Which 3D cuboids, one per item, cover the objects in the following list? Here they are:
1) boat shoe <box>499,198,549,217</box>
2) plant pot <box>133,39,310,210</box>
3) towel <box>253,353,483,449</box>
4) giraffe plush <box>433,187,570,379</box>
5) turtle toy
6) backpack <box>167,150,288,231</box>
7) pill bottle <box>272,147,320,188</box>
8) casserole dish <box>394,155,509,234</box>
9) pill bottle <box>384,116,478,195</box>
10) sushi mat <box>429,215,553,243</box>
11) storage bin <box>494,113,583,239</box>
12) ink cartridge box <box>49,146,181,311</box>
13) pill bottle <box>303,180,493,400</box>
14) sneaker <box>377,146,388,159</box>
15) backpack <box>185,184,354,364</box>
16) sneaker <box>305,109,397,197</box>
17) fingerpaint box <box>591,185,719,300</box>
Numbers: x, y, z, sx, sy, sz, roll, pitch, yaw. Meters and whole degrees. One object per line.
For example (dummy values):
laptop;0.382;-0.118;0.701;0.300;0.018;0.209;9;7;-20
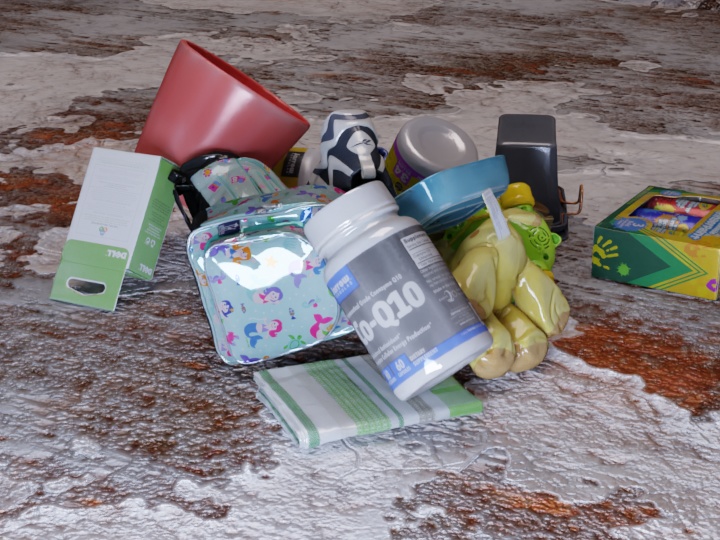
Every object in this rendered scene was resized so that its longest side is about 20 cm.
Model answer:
boat shoe;0.149;-0.084;1.836;0.200;0.065;0.071;19;19;-4
plant pot;-0.195;-0.174;1.803;0.200;0.177;0.200;33;7;-5
towel;0.005;0.131;1.414;0.200;0.031;0.149;-7;25;-23
giraffe plush;0.110;0.021;1.525;0.173;0.200;0.162;-11;-1;-44
turtle toy;0.142;-0.013;1.648;0.200;0.146;0.101;-13;-15;6
backpack;-0.130;-0.049;1.681;0.127;0.167;0.200;-37;45;-6
pill bottle;-0.106;-0.117;1.921;0.200;0.112;0.112;4;22;12
casserole dish;0.093;-0.075;1.526;0.121;0.039;0.200;-36;-11;36
pill bottle;0.065;-0.089;1.721;0.104;0.200;0.104;13;45;-14
sushi mat;0.143;-0.029;1.739;0.200;0.096;0.012;-7;54;-18
storage bin;0.242;-0.137;1.945;0.145;0.134;0.200;2;22;6
ink cartridge box;-0.301;-0.046;1.704;0.104;0.200;0.059;10;-11;25
pill bottle;0.034;0.018;1.375;0.114;0.200;0.114;-32;-10;-6
sneaker;0.026;-0.117;1.835;0.075;0.088;0.200;29;9;19
backpack;-0.078;0.002;1.499;0.200;0.178;0.151;-14;20;-2
sneaker;-0.009;-0.074;1.599;0.079;0.199;0.130;-1;45;-19
fingerpaint box;0.414;-0.042;1.783;0.167;0.073;0.200;13;25;30
